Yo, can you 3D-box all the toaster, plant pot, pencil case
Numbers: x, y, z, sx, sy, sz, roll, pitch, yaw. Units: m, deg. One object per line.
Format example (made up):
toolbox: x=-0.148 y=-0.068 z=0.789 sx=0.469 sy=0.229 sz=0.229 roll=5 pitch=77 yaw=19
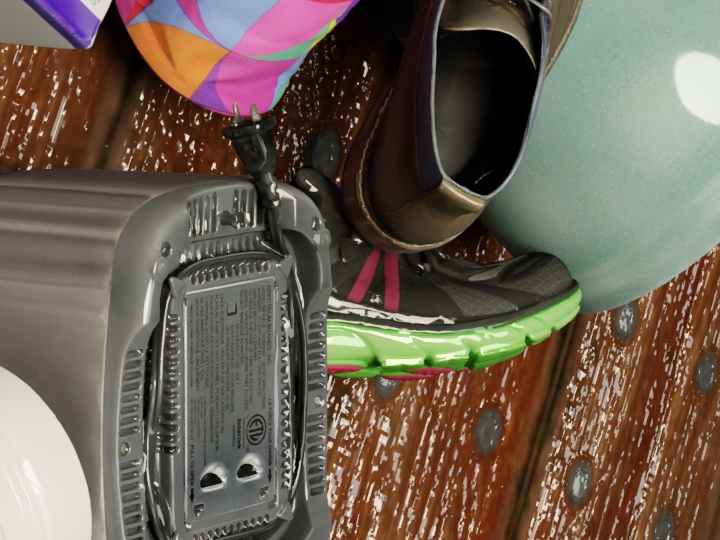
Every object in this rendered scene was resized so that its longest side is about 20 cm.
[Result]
toaster: x=-0.088 y=0.038 z=1.025 sx=0.114 sy=0.129 sz=0.200 roll=-13 pitch=106 yaw=-51
plant pot: x=0.100 y=-0.101 z=1.217 sx=0.134 sy=0.200 sz=0.200 roll=39 pitch=62 yaw=-17
pencil case: x=-0.004 y=-0.140 z=1.050 sx=0.088 sy=0.200 sz=0.088 roll=29 pitch=40 yaw=-28

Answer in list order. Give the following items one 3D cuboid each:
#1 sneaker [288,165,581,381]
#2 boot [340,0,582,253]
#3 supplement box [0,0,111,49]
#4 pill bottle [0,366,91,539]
sneaker: x=0.000 y=0.000 z=1.139 sx=0.200 sy=0.077 sz=0.084 roll=1 pitch=82 yaw=-28
boot: x=0.057 y=-0.102 z=1.082 sx=0.075 sy=0.097 sz=0.200 roll=19 pitch=84 yaw=-13
supplement box: x=-0.114 y=-0.187 z=0.980 sx=0.101 sy=0.103 sz=0.200 roll=43 pitch=63 yaw=-45
pill bottle: x=-0.182 y=0.101 z=0.905 sx=0.200 sy=0.116 sz=0.116 roll=-29 pitch=117 yaw=-49
